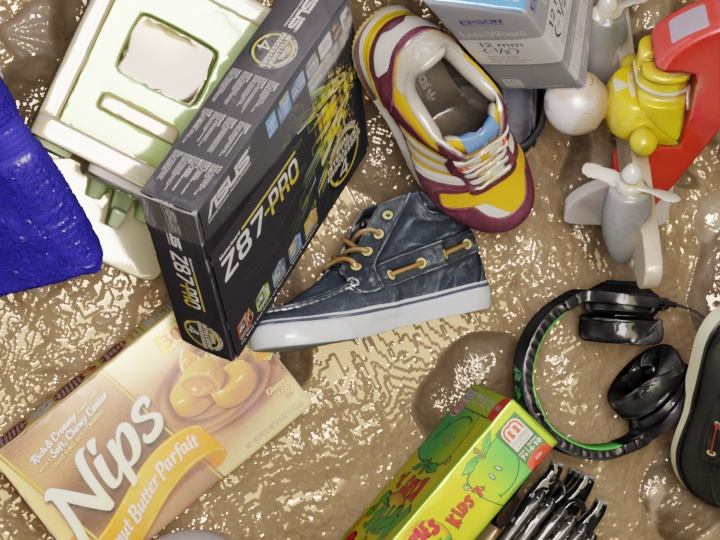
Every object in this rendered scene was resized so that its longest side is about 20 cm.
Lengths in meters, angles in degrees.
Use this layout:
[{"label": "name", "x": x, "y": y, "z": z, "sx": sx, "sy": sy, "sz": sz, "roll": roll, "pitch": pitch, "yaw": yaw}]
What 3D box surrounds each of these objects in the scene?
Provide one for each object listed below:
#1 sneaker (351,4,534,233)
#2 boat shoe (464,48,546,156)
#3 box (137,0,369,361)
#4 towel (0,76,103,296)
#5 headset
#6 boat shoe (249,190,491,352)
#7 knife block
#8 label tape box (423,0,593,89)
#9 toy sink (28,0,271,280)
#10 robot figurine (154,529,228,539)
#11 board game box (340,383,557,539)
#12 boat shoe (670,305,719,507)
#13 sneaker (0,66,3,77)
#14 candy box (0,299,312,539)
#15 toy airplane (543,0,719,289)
[{"label": "sneaker", "x": 0.068, "y": -0.085, "z": 1.258, "sx": 0.075, "sy": 0.090, "sz": 0.200, "roll": -44, "pitch": 126, "yaw": -3}, {"label": "boat shoe", "x": 0.104, "y": -0.176, "z": 1.353, "sx": 0.074, "sy": 0.062, "sz": 0.203, "roll": -2, "pitch": 92, "yaw": -10}, {"label": "box", "x": -0.064, "y": -0.066, "z": 1.232, "sx": 0.049, "sy": 0.162, "sz": 0.201, "roll": 20, "pitch": 58, "yaw": 21}, {"label": "towel", "x": -0.269, "y": -0.059, "z": 1.217, "sx": 0.146, "sy": 0.050, "sz": 0.201, "roll": -11, "pitch": 129, "yaw": 23}, {"label": "headset", "x": 0.208, "y": 0.059, "z": 1.370, "sx": 0.199, "sy": 0.094, "sz": 0.125, "roll": -26, "pitch": 98, "yaw": -15}, {"label": "boat shoe", "x": 0.000, "y": 0.000, "z": 1.321, "sx": 0.199, "sy": 0.071, "sz": 0.092, "roll": -12, "pitch": 89, "yaw": -35}, {"label": "knife block", "x": 0.091, "y": 0.223, "z": 1.379, "sx": 0.064, "sy": 0.176, "sz": 0.200, "roll": 39, "pitch": 130, "yaw": -10}, {"label": "label tape box", "x": 0.095, "y": -0.215, "z": 1.193, "sx": 0.065, "sy": 0.200, "sz": 0.145, "roll": 2, "pitch": 76, "yaw": 21}, {"label": "toy sink", "x": -0.149, "y": -0.105, "z": 1.276, "sx": 0.129, "sy": 0.112, "sz": 0.202, "roll": 26, "pitch": 87, "yaw": -12}, {"label": "robot figurine", "x": -0.089, "y": 0.267, "z": 1.274, "sx": 0.200, "sy": 0.124, "sz": 0.151, "roll": 40, "pitch": 111, "yaw": 21}, {"label": "board game box", "x": 0.045, "y": 0.176, "z": 1.338, "sx": 0.048, "sy": 0.102, "sz": 0.200, "roll": 42, "pitch": 84, "yaw": -11}, {"label": "boat shoe", "x": 0.270, "y": 0.110, "z": 1.351, "sx": 0.073, "sy": 0.063, "sz": 0.203, "roll": -29, "pitch": 142, "yaw": -23}, {"label": "sneaker", "x": -0.272, "y": -0.150, "z": 1.273, "sx": 0.070, "sy": 0.073, "sz": 0.202, "roll": 23, "pitch": 98, "yaw": -14}, {"label": "candy box", "x": -0.147, "y": 0.108, "z": 1.316, "sx": 0.199, "sy": 0.055, "sz": 0.116, "roll": -39, "pitch": 101, "yaw": -8}, {"label": "toy airplane", "x": 0.185, "y": -0.097, "z": 1.308, "sx": 0.140, "sy": 0.200, "sz": 0.201, "roll": 14, "pitch": 94, "yaw": -18}]
